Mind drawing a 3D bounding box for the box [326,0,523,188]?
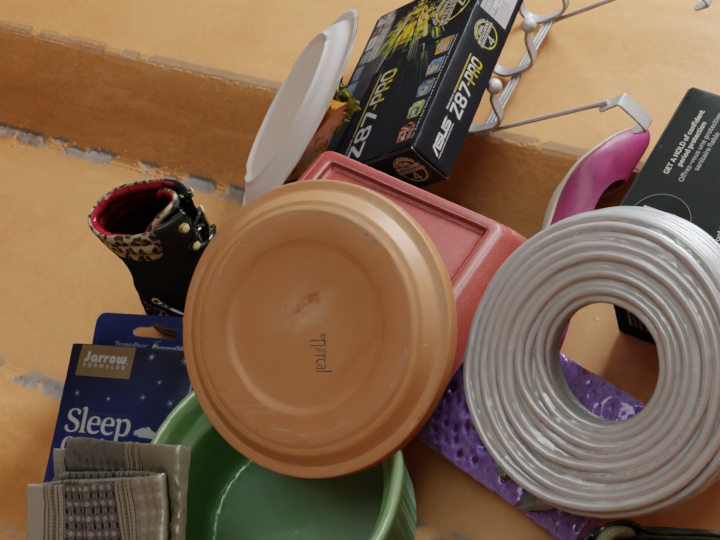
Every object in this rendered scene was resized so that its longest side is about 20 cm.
[{"bbox_3d":[0.044,-0.153,1.073,0.160,0.049,0.202,-14,46,54],"label":"box"}]

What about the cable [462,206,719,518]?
[{"bbox_3d":[0.161,0.059,0.820,0.198,0.069,0.203,-8,84,30],"label":"cable"}]

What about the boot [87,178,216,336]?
[{"bbox_3d":[-0.105,-0.007,1.006,0.201,0.154,0.074,-3,57,17],"label":"boot"}]

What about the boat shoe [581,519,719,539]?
[{"bbox_3d":[0.168,0.191,0.806,0.199,0.066,0.072,-8,31,37],"label":"boat shoe"}]

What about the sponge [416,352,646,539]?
[{"bbox_3d":[0.109,0.103,0.922,0.199,0.030,0.112,33,89,33],"label":"sponge"}]

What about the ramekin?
[{"bbox_3d":[-0.054,0.170,0.908,0.197,0.098,0.202,-9,55,13],"label":"ramekin"}]

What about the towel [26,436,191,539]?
[{"bbox_3d":[-0.184,0.216,0.873,0.191,0.034,0.203,-11,72,50],"label":"towel"}]

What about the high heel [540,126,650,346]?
[{"bbox_3d":[0.181,-0.028,0.990,0.200,0.067,0.096,-40,78,-22],"label":"high heel"}]

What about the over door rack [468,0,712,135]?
[{"bbox_3d":[0.174,-0.187,1.048,0.199,0.067,0.149,5,58,49],"label":"over door rack"}]

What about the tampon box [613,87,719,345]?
[{"bbox_3d":[0.294,-0.010,0.888,0.199,0.127,0.151,24,69,31],"label":"tampon box"}]

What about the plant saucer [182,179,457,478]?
[{"bbox_3d":[-0.033,0.039,0.851,0.198,0.032,0.203,-2,85,21],"label":"plant saucer"}]

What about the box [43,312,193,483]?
[{"bbox_3d":[-0.184,0.128,0.995,0.120,0.032,0.203,2,71,21],"label":"box"}]

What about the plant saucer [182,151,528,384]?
[{"bbox_3d":[0.000,0.000,0.925,0.198,0.037,0.201,25,57,21],"label":"plant saucer"}]

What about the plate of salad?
[{"bbox_3d":[-0.046,-0.129,1.079,0.048,0.200,0.202,26,61,-16],"label":"plate of salad"}]
